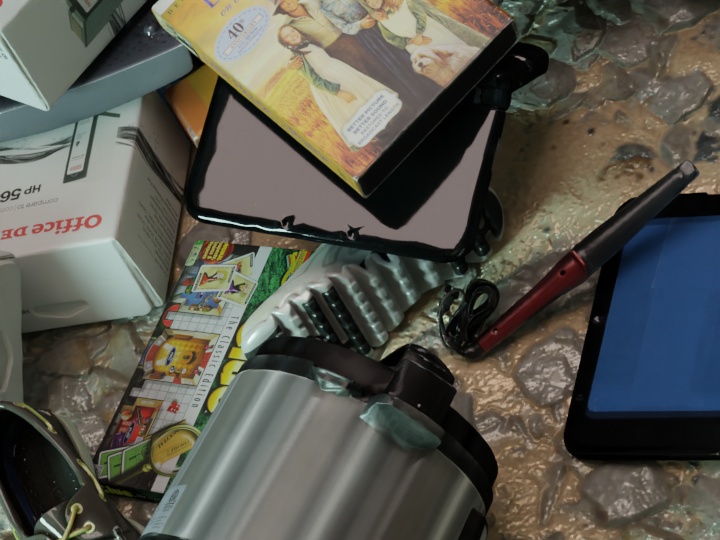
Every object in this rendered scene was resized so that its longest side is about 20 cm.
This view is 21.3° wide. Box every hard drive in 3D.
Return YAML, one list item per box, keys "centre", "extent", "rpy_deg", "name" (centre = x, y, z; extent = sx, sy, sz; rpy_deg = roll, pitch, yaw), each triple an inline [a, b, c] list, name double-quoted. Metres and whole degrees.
- centre: [-0.215, -0.163, 1.410]
  extent: [0.199, 0.042, 0.135]
  rpy_deg: [-18, 46, 10]
  name: "hard drive"

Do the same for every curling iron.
- centre: [0.130, -0.008, 1.218]
  extent: [0.200, 0.050, 0.026]
  rpy_deg: [-33, 14, 14]
  name: "curling iron"

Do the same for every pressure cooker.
- centre: [-0.017, 0.132, 1.106]
  extent: [0.175, 0.179, 0.200]
  rpy_deg: [11, 60, 35]
  name: "pressure cooker"

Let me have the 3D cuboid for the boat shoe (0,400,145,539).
- centre: [-0.188, 0.163, 1.224]
  extent: [0.072, 0.061, 0.201]
  rpy_deg: [-45, 54, 7]
  name: "boat shoe"

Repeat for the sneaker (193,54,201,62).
- centre: [-0.146, -0.191, 1.493]
  extent: [0.200, 0.070, 0.100]
  rpy_deg: [-39, 50, -7]
  name: "sneaker"

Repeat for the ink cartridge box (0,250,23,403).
- centre: [-0.338, 0.050, 1.333]
  extent: [0.199, 0.148, 0.086]
  rpy_deg: [9, 17, 32]
  name: "ink cartridge box"

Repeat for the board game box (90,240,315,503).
- centre: [-0.104, 0.068, 1.303]
  extent: [0.104, 0.023, 0.201]
  rpy_deg: [6, 58, 27]
  name: "board game box"

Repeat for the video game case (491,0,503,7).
- centre: [0.009, -0.218, 1.356]
  extent: [0.199, 0.022, 0.182]
  rpy_deg: [8, 30, 11]
  name: "video game case"

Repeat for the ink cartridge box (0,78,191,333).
- centre: [-0.212, -0.062, 1.411]
  extent: [0.145, 0.084, 0.201]
  rpy_deg: [-10, 49, 17]
  name: "ink cartridge box"

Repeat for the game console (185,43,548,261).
- centre: [0.007, -0.094, 1.279]
  extent: [0.199, 0.117, 0.176]
  rpy_deg: [10, 18, 18]
  name: "game console"

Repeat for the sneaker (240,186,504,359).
- centre: [0.000, 0.000, 1.280]
  extent: [0.200, 0.075, 0.081]
  rpy_deg: [-34, 39, -14]
  name: "sneaker"

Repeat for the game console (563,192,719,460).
- centre: [0.211, 0.006, 1.145]
  extent: [0.116, 0.176, 0.201]
  rpy_deg: [16, 59, 1]
  name: "game console"

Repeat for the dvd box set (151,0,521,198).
- centre: [-0.018, -0.159, 1.222]
  extent: [0.146, 0.029, 0.200]
  rpy_deg: [-45, 64, -7]
  name: "dvd box set"

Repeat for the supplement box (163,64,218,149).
- centre: [-0.041, -0.150, 1.415]
  extent: [0.200, 0.069, 0.067]
  rpy_deg: [-35, 48, -1]
  name: "supplement box"

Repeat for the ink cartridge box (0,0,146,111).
- centre: [-0.229, -0.224, 1.379]
  extent: [0.146, 0.084, 0.200]
  rpy_deg: [20, 61, 37]
  name: "ink cartridge box"
